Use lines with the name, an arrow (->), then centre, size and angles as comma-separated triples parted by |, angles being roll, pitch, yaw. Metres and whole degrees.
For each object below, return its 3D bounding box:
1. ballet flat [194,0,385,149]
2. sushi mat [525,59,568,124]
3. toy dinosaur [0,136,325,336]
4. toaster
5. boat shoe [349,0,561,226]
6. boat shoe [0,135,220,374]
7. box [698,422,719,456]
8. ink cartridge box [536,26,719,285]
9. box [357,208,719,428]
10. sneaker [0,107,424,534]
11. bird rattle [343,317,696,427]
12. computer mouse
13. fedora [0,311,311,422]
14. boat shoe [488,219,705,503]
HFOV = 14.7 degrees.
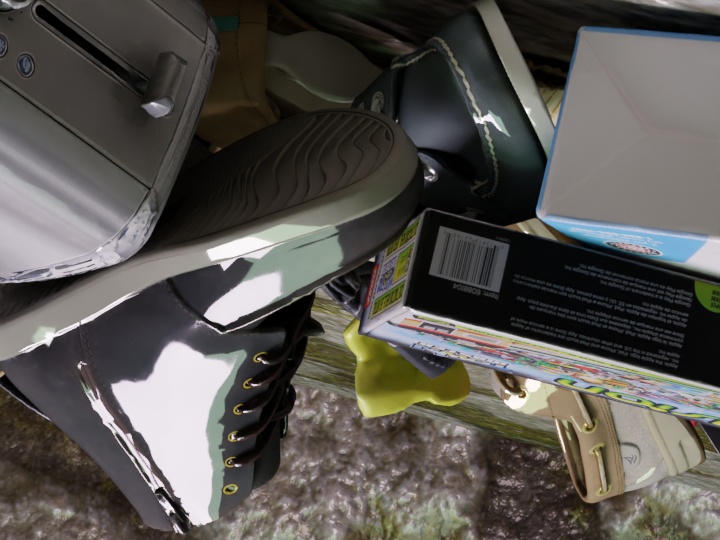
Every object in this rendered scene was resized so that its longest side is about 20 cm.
ballet flat -> -0.007, -0.056, 1.073 | 0.063, 0.069, 0.200 | -9, 163, 32
sushi mat -> 0.086, -0.052, 1.095 | 0.095, 0.012, 0.200 | 17, 174, 0
toy dinosaur -> -0.094, -0.024, 1.051 | 0.077, 0.103, 0.199 | -1, -161, -43
toaster -> -0.142, -0.065, 0.950 | 0.129, 0.114, 0.199 | 34, 154, -32
boat shoe -> 0.026, -0.039, 0.967 | 0.061, 0.073, 0.200 | -23, 174, -8
boat shoe -> -0.131, -0.015, 1.162 | 0.074, 0.200, 0.066 | 49, 158, -19
box -> 0.201, 0.062, 1.253 | 0.200, 0.043, 0.161 | 24, -149, -56
ink cartridge box -> 0.154, -0.018, 0.937 | 0.115, 0.067, 0.200 | 8, 171, 29
box -> 0.105, 0.026, 0.950 | 0.198, 0.035, 0.110 | 14, 172, -6
sneaker -> -0.034, 0.019, 0.967 | 0.199, 0.075, 0.106 | -22, 114, 41
bird rattle -> 0.094, 0.026, 1.410 | 0.198, 0.113, 0.163 | 13, 158, -3
computer mouse -> 0.000, 0.000, 1.136 | 0.059, 0.034, 0.200 | 39, 180, 24
fedora -> -0.107, -0.016, 1.344 | 0.199, 0.202, 0.092 | 17, 148, -11
boat shoe -> 0.086, 0.035, 1.197 | 0.200, 0.066, 0.074 | 55, -176, -39
